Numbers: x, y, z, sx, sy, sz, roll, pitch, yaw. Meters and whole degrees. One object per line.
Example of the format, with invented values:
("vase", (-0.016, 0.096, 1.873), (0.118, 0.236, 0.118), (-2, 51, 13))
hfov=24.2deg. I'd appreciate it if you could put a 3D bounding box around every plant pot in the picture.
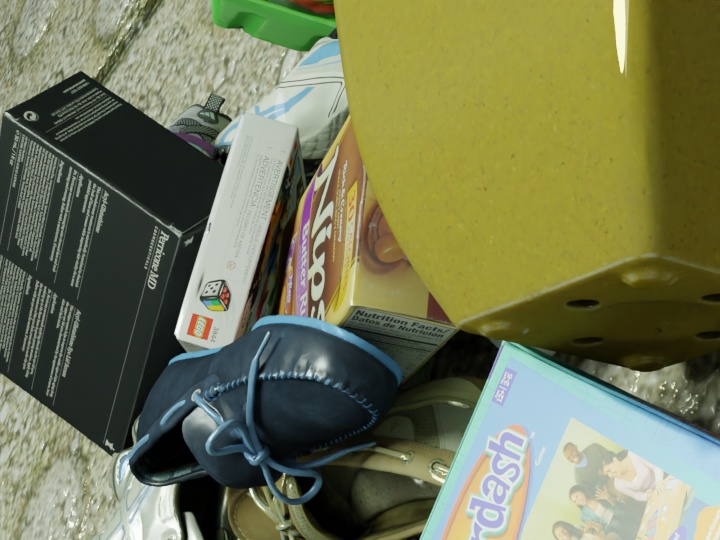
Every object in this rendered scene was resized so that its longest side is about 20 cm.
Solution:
("plant pot", (0.110, -0.072, 0.681), (0.195, 0.193, 0.203), (-22, 61, 50))

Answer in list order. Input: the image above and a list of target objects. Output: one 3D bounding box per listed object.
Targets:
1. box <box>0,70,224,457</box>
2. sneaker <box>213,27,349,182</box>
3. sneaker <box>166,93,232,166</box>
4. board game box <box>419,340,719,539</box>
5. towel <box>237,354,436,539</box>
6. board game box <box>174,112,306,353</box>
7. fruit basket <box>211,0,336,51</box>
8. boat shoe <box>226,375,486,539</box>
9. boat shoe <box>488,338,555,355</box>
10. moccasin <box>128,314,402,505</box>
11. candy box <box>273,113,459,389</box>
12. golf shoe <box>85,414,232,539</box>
("box", (-0.165, 0.000, 1.067), (0.079, 0.141, 0.201), (-37, -24, -46))
("sneaker", (-0.020, -0.105, 1.031), (0.199, 0.071, 0.073), (-22, 58, 48))
("sneaker", (-0.126, -0.034, 1.175), (0.141, 0.077, 0.201), (-70, 6, -49))
("board game box", (0.105, 0.131, 0.645), (0.199, 0.045, 0.154), (26, 93, 46))
("towel", (-0.014, 0.073, 0.943), (0.149, 0.030, 0.202), (-13, 60, 57))
("board game box", (-0.064, -0.003, 0.974), (0.200, 0.034, 0.128), (88, -161, -80))
("fruit basket", (-0.004, -0.247, 1.045), (0.215, 0.154, 0.218), (-165, 90, -77))
("boat shoe", (-0.005, 0.108, 0.817), (0.199, 0.074, 0.063), (-19, 24, 42))
("boat shoe", (0.086, -0.056, 0.822), (0.091, 0.070, 0.202), (-43, 37, 36))
("moccasin", (-0.047, 0.075, 0.785), (0.200, 0.080, 0.069), (-26, 31, 60))
("candy box", (0.000, 0.000, 0.828), (0.200, 0.056, 0.118), (129, 150, -64))
("golf shoe", (-0.125, 0.180, 1.017), (0.097, 0.078, 0.202), (3, 74, 53))
